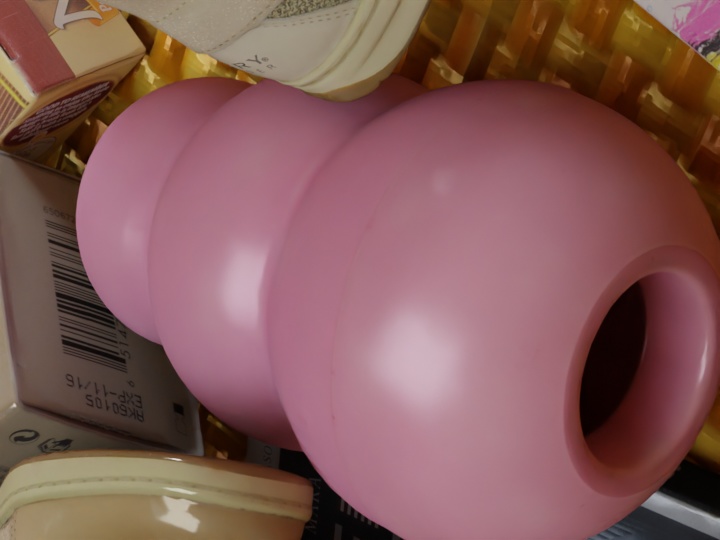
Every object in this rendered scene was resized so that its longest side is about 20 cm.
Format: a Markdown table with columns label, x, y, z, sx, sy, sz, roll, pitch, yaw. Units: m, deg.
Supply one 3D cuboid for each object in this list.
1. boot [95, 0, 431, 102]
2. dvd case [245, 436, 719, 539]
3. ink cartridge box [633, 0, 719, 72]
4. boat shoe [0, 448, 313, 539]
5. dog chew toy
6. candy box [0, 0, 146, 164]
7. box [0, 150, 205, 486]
| label | x | y | z | sx | sy | sz | roll | pitch | yaw |
| --- | --- | --- | --- | --- | --- | --- | --- | --- | --- |
| boot | -0.032 | -0.150 | 0.691 | 0.072 | 0.154 | 0.201 | 33 | 107 | 53 |
| dvd case | 0.048 | 0.108 | 0.850 | 0.200 | 0.025 | 0.151 | 22 | 121 | 29 |
| ink cartridge box | 0.128 | -0.077 | 0.646 | 0.200 | 0.116 | 0.068 | 41 | 129 | 16 |
| boat shoe | -0.080 | 0.094 | 0.800 | 0.200 | 0.073 | 0.063 | -26 | 55 | 52 |
| dog chew toy | 0.000 | 0.000 | 0.783 | 0.200 | 0.124 | 0.125 | 19 | 120 | 40 |
| candy box | -0.166 | -0.055 | 0.929 | 0.116 | 0.055 | 0.200 | 54 | 131 | 7 |
| box | -0.148 | 0.054 | 0.906 | 0.200 | 0.078 | 0.095 | -34 | 55 | 32 |
